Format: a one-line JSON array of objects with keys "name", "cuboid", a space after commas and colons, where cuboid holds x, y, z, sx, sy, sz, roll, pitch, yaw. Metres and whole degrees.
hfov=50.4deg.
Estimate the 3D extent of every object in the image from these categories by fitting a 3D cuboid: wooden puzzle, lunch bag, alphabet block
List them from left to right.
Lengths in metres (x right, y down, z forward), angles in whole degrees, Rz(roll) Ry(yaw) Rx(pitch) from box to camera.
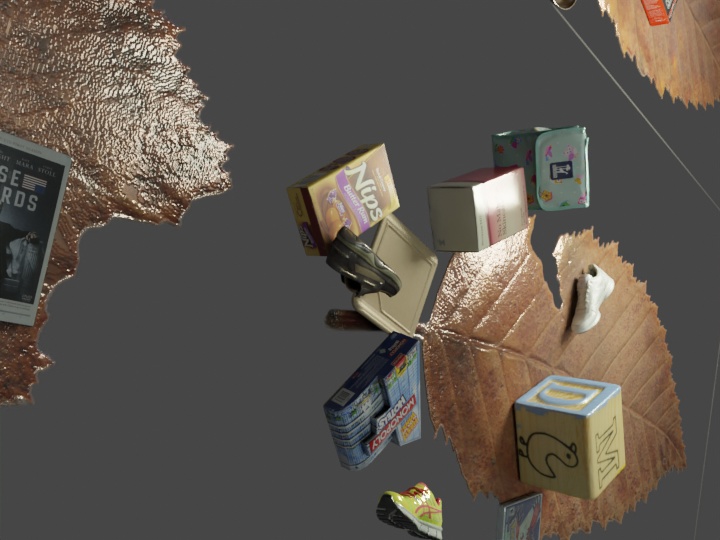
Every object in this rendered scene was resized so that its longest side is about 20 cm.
[{"name": "wooden puzzle", "cuboid": [0.061, 0.016, 1.376, 0.185, 0.037, 0.203, 39, 60, -43]}, {"name": "lunch bag", "cuboid": [0.383, -0.213, 1.602, 0.121, 0.197, 0.174, -19, 107, -46]}, {"name": "alphabet block", "cuboid": [0.486, 0.379, 1.772, 0.195, 0.193, 0.204, -19, 106, -44]}]

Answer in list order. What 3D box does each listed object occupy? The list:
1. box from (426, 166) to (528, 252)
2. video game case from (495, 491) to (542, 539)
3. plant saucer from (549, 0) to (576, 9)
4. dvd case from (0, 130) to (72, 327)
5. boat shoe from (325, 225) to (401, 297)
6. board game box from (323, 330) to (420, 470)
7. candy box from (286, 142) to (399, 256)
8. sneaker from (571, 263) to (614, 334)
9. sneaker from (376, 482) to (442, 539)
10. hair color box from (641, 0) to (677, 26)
[{"name": "box", "cuboid": [0.234, -0.122, 1.505, 0.199, 0.108, 0.131, -24, 111, -46]}, {"name": "video game case", "cuboid": [0.367, 0.631, 1.778, 0.180, 0.023, 0.205, 4, 90, -49]}, {"name": "plant saucer", "cuboid": [0.457, -0.709, 1.777, 0.198, 0.032, 0.205, -6, 98, -48]}, {"name": "dvd case", "cuboid": [-0.407, -0.051, 0.837, 0.149, 0.024, 0.204, 18, 79, -49]}, {"name": "boat shoe", "cuboid": [0.000, 0.000, 1.231, 0.073, 0.074, 0.200, -47, 142, 1]}, {"name": "board game box", "cuboid": [0.038, 0.248, 1.322, 0.200, 0.061, 0.203, -43, 134, -33]}, {"name": "candy box", "cuboid": [-0.023, -0.119, 1.250, 0.199, 0.056, 0.119, -38, 120, -42]}, {"name": "sneaker", "cuboid": [0.574, 0.072, 1.956, 0.100, 0.074, 0.201, 45, 58, -19]}, {"name": "sneaker", "cuboid": [0.094, 0.434, 1.420, 0.200, 0.077, 0.092, 45, 52, -47]}, {"name": "hair color box", "cuboid": [0.844, -0.814, 2.192, 0.200, 0.060, 0.103, 45, 61, -40]}]
